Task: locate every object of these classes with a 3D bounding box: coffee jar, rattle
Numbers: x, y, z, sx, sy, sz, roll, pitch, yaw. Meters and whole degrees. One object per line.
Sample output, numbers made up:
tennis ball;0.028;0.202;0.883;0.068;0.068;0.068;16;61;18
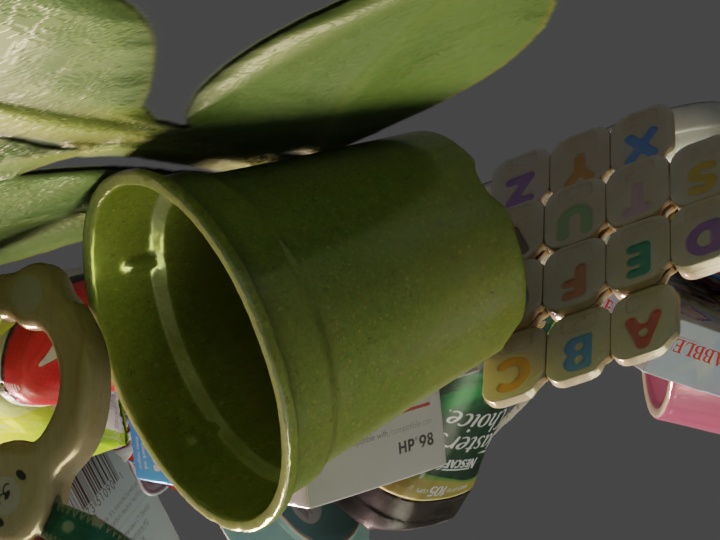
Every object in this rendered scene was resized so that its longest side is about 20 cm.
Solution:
coffee jar;0.053;0.077;1.894;0.104;0.085;0.200;-7;128;-53
rattle;-0.200;0.091;1.534;0.130;0.200;0.143;-12;163;13

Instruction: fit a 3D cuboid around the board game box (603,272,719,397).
board game box;0.208;0.033;1.804;0.200;0.041;0.199;18;-168;-33

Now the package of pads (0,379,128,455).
package of pads;-0.250;0.081;1.739;0.154;0.068;0.200;-20;157;23

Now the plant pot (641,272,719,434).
plant pot;0.308;0.050;2.143;0.179;0.201;0.200;2;167;-5

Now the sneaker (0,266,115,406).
sneaker;-0.120;0.033;1.684;0.200;0.077;0.085;-16;-163;-32

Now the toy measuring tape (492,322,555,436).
toy measuring tape;0.126;0.036;1.995;0.200;0.074;0.074;-43;177;-16

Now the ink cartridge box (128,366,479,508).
ink cartridge box;-0.033;0.091;1.703;0.116;0.067;0.200;-14;-167;-41

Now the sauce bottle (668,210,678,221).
sauce bottle;0.216;-0.032;1.735;0.066;0.066;0.200;-10;-171;-24

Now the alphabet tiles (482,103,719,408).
alphabet tiles;0.123;-0.013;1.624;0.200;0.196;0.015;-19;131;24

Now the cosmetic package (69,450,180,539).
cosmetic package;-0.261;0.194;1.977;0.200;0.165;0.165;-20;-165;26

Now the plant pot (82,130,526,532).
plant pot;-0.020;0.013;1.540;0.184;0.201;0.200;-22;173;-28

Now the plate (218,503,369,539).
plate;-0.046;0.125;1.929;0.026;0.201;0.200;-23;166;28

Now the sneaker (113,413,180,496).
sneaker;-0.171;0.098;1.886;0.200;0.113;0.071;-8;167;-30

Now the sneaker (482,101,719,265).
sneaker;0.142;-0.033;1.726;0.200;0.085;0.073;-25;166;17
